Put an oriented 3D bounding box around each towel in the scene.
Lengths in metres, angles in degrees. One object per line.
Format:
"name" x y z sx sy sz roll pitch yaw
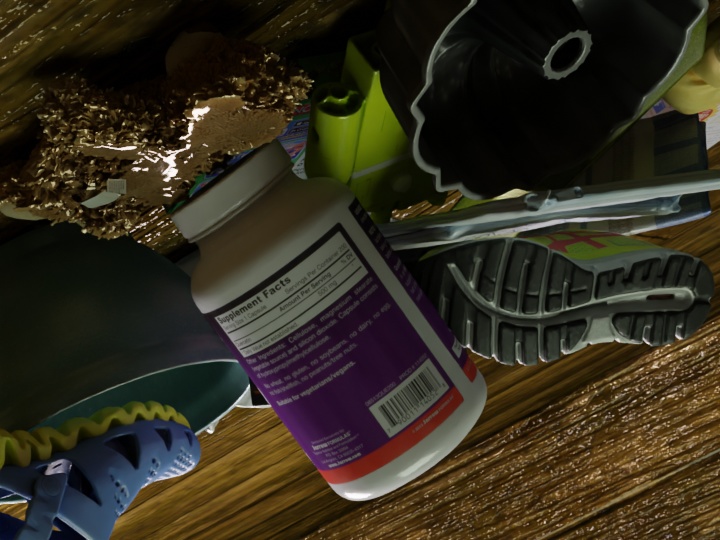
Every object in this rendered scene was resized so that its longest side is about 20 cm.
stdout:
"towel" 0.170 -0.066 1.151 0.198 0.024 0.147 -12 -147 19

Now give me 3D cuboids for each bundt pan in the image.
"bundt pan" 0.092 -0.139 0.806 0.201 0.076 0.203 -25 146 -18

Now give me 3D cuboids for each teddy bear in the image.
"teddy bear" -0.122 -0.077 0.815 0.144 0.067 0.200 3 156 -34

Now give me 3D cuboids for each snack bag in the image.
"snack bag" 0.127 -0.037 0.924 0.187 0.022 0.200 -8 179 -28

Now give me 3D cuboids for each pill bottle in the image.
"pill bottle" -0.022 0.026 0.864 0.112 0.201 0.112 -35 -172 6

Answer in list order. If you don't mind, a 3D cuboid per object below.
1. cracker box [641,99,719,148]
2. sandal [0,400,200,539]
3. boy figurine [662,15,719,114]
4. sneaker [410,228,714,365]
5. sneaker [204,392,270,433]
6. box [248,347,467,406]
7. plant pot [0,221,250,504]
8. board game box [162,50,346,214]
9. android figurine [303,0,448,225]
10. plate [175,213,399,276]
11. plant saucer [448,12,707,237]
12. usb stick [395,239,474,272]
"cracker box" 0.255 -0.126 1.275 0.133 0.058 0.200 -9 158 -46
"sandal" -0.173 0.134 0.880 0.199 0.087 0.079 -10 155 -46
"boy figurine" 0.278 -0.184 1.071 0.125 0.064 0.200 -54 -177 -31
"sneaker" 0.119 0.010 0.947 0.198 0.079 0.090 4 -164 -20
"sneaker" -0.059 0.058 1.184 0.199 0.081 0.076 -24 -172 15
"box" 0.005 0.048 1.030 0.135 0.038 0.200 -5 -172 7
"plant pot" -0.185 0.049 0.985 0.199 0.135 0.200 -23 163 -7
"board game box" -0.022 -0.097 0.961 0.199 0.029 0.135 -15 161 -34
"android figurine" 0.043 -0.103 0.916 0.181 0.041 0.201 -21 147 -27
"plate" -0.069 -0.009 1.192 0.199 0.033 0.199 -28 165 12
"plant saucer" 0.160 -0.103 1.072 0.200 0.048 0.200 -42 176 -27
"usb stick" 0.000 0.000 1.069 0.055 0.033 0.199 -13 -175 -44
